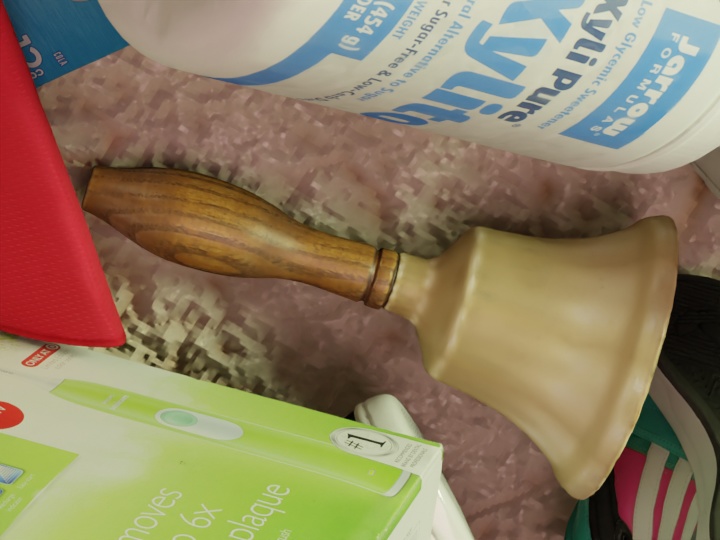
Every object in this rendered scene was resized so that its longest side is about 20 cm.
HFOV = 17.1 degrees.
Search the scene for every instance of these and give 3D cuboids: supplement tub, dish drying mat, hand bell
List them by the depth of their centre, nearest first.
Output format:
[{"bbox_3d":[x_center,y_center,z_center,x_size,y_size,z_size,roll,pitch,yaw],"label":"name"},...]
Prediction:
[{"bbox_3d":[0.028,-0.107,0.719,0.199,0.132,0.133,10,113,-40],"label":"supplement tub"},{"bbox_3d":[-0.131,-0.051,0.752,0.076,0.018,0.201,12,139,24],"label":"dish drying mat"},{"bbox_3d":[0.000,0.000,0.835,0.198,0.104,0.105,18,109,-5],"label":"hand bell"}]

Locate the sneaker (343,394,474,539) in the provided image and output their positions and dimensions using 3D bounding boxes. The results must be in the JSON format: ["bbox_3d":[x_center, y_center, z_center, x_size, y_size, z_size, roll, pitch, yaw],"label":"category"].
[{"bbox_3d":[0.000,0.141,0.873,0.111,0.073,0.201,-24,130,-1],"label":"sneaker"}]

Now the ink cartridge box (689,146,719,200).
[{"bbox_3d":[0.198,-0.094,0.789,0.083,0.144,0.201,14,110,-18],"label":"ink cartridge box"}]

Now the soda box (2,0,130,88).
[{"bbox_3d":[-0.126,-0.157,0.724,0.064,0.068,0.201,-22,118,18],"label":"soda box"}]

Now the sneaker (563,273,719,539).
[{"bbox_3d":[0.126,0.109,0.844,0.083,0.201,0.121,2,128,-13],"label":"sneaker"}]

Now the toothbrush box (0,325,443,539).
[{"bbox_3d":[-0.090,0.094,0.766,0.198,0.146,0.087,13,113,15],"label":"toothbrush box"}]
